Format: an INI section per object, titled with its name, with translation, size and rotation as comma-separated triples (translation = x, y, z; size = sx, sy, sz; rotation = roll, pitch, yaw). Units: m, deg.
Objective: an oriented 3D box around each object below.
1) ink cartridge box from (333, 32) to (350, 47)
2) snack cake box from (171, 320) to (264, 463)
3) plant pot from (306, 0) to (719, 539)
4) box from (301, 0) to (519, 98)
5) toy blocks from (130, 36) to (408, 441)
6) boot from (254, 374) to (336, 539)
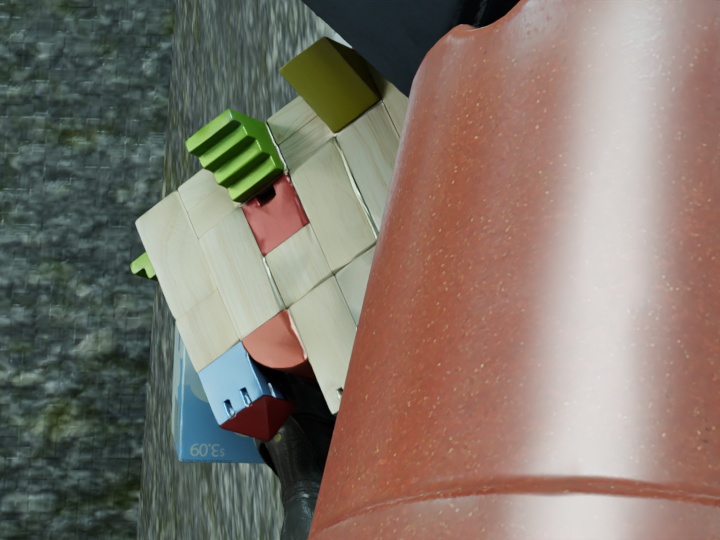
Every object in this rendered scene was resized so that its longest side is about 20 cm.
[ink cartridge box]
translation = 0.067, -0.035, 1.123
size = 0.145, 0.084, 0.201
rotation = -29, 54, 41
[snack cake box]
translation = 0.013, 0.032, 1.241
size = 0.067, 0.199, 0.116
rotation = -128, 41, -78
[plant pot]
translation = 0.075, 0.043, 0.689
size = 0.201, 0.200, 0.196
rotation = 114, 164, -65
[box]
translation = 0.057, -0.192, 0.930
size = 0.197, 0.124, 0.200
rotation = -46, -9, -18
[toy blocks]
translation = 0.000, 0.000, 1.056
size = 0.200, 0.100, 0.137
rotation = -35, 63, 23
[boot]
translation = 0.020, 0.113, 1.143
size = 0.200, 0.069, 0.174
rotation = 42, -158, -35
